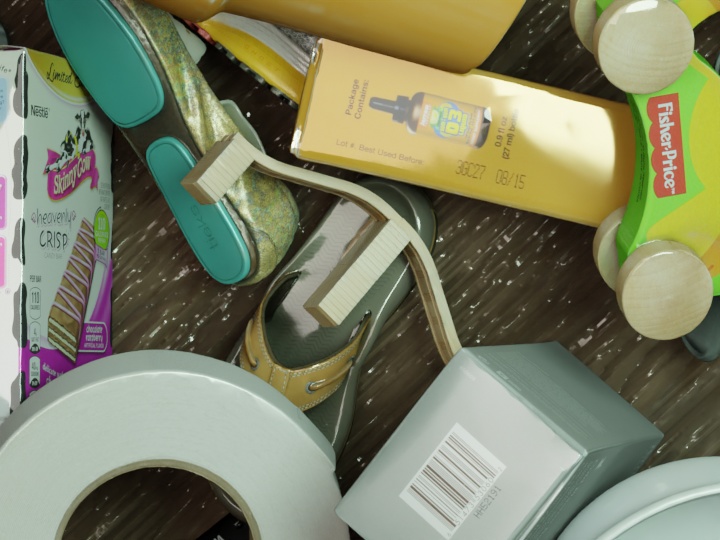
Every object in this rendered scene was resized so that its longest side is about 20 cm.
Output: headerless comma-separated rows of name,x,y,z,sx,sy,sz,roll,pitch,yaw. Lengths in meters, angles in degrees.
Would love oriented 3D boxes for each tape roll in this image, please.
tape roll,-0.104,0.140,1.523,0.201,0.037,0.204,-2,107,-6

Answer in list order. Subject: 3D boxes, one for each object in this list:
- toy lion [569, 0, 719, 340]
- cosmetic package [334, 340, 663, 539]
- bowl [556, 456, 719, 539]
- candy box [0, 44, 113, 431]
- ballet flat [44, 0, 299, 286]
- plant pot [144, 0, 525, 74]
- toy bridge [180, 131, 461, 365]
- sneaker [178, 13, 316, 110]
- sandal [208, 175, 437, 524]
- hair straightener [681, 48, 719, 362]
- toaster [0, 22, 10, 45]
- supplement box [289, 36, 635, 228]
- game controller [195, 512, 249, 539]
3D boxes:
toy lion,0.205,-0.057,1.429,0.190,0.069,0.201,-11,113,-6
cosmetic package,0.073,0.099,1.478,0.090,0.200,0.107,40,102,16
bowl,0.163,0.165,1.483,0.200,0.091,0.202,-7,122,-11
candy box,-0.180,-0.013,1.590,0.061,0.136,0.201,-1,89,15
ballet flat,-0.096,-0.087,1.584,0.070,0.071,0.201,-29,101,14
plant pot,-0.002,-0.190,1.449,0.182,0.200,0.201,26,97,-11
toy bridge,0.000,0.000,1.545,0.200,0.027,0.067,44,73,-14
sneaker,-0.066,-0.161,1.599,0.200,0.078,0.082,38,92,7
sandal,-0.024,0.038,1.576,0.081,0.055,0.201,32,91,14
hair straightener,0.192,-0.044,1.475,0.041,0.077,0.201,52,136,49
toaster,-0.263,-0.081,1.621,0.113,0.129,0.201,10,91,16
supplement box,0.067,-0.068,1.525,0.199,0.069,0.067,14,94,-3
game controller,-0.090,0.210,1.605,0.200,0.042,0.105,-39,78,12
